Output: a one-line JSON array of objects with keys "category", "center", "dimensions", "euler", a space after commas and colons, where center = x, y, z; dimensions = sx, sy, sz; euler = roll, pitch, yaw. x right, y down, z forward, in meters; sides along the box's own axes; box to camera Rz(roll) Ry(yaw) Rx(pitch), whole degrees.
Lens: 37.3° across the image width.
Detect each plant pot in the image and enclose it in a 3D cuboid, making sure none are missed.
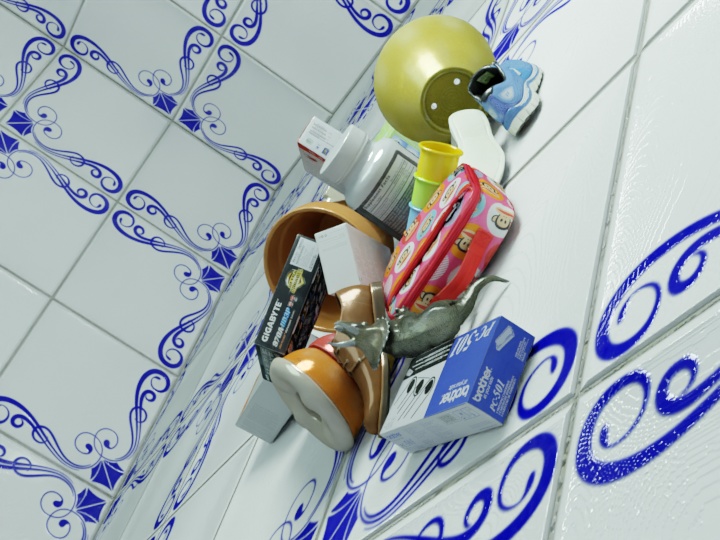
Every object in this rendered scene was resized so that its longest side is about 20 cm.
[{"category": "plant pot", "center": [-0.034, -0.024, 1.657], "dimensions": [0.201, 0.200, 0.140], "euler": [-50, -3, 33]}, {"category": "plant pot", "center": [0.127, -0.272, 1.613], "dimensions": [0.201, 0.199, 0.142], "euler": [-54, 19, 14]}]

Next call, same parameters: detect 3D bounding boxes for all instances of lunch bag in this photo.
[{"category": "lunch bag", "center": [0.105, -0.018, 1.284], "dimensions": [0.201, 0.081, 0.177], "euler": [-57, 14, 17]}]

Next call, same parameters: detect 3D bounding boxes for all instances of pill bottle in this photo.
[{"category": "pill bottle", "center": [0.047, -0.111, 1.462], "dimensions": [0.111, 0.199, 0.111], "euler": [-54, 10, 14]}]

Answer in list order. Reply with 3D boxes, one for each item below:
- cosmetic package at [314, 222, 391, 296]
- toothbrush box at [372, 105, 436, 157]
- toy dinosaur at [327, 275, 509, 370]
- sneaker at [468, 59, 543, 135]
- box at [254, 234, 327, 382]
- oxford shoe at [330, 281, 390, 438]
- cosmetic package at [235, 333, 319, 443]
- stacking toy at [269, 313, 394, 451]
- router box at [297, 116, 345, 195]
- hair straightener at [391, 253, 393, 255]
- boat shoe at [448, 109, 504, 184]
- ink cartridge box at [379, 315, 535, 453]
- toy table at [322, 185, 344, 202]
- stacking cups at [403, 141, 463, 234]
[{"category": "cosmetic package", "center": [0.000, 0.000, 1.420], "dimensions": [0.050, 0.084, 0.200], "euler": [-19, -14, 14]}, {"category": "toothbrush box", "center": [0.070, -0.225, 1.982], "dimensions": [0.201, 0.085, 0.146], "euler": [-56, 11, 12]}, {"category": "toy dinosaur", "center": [0.073, 0.065, 1.165], "dimensions": [0.197, 0.078, 0.102], "euler": [-14, 7, 20]}, {"category": "sneaker", "center": [0.202, -0.264, 1.498], "dimensions": [0.079, 0.089, 0.201], "euler": [-52, 10, 24]}, {"category": "box", "center": [-0.091, 0.061, 1.459], "dimensions": [0.200, 0.045, 0.161], "euler": [94, -164, -71]}, {"category": "oxford shoe", "center": [0.001, 0.108, 1.266], "dimensions": [0.072, 0.070, 0.202], "euler": [92, 173, -55]}, {"category": "cosmetic package", "center": [-0.128, 0.183, 1.697], "dimensions": [0.201, 0.071, 0.102], "euler": [-56, 8, 51]}, {"category": "stacking toy", "center": [-0.003, 0.115, 1.350], "dimensions": [0.200, 0.147, 0.146], "euler": [-41, 5, -19]}, {"category": "router box", "center": [0.001, -0.146, 1.669], "dimensions": [0.049, 0.198, 0.180], "euler": [-57, -6, -7]}, {"category": "hair straightener", "center": [0.104, -0.098, 1.595], "dimensions": [0.201, 0.041, 0.077], "euler": [-58, 11, -2]}, {"category": "boat shoe", "center": [0.156, -0.144, 1.443], "dimensions": [0.203, 0.071, 0.061], "euler": [-93, -5, -52]}, {"category": "ink cartridge box", "center": [0.091, 0.116, 1.046], "dimensions": [0.095, 0.044, 0.200], "euler": [-65, 13, -25]}, {"category": "toy table", "center": [-0.040, -0.075, 1.976], "dimensions": [0.200, 0.116, 0.185], "euler": [-42, 18, 57]}, {"category": "stacking cups", "center": [0.089, -0.062, 1.387], "dimensions": [0.061, 0.059, 0.203], "euler": [-92, 11, -72]}]
